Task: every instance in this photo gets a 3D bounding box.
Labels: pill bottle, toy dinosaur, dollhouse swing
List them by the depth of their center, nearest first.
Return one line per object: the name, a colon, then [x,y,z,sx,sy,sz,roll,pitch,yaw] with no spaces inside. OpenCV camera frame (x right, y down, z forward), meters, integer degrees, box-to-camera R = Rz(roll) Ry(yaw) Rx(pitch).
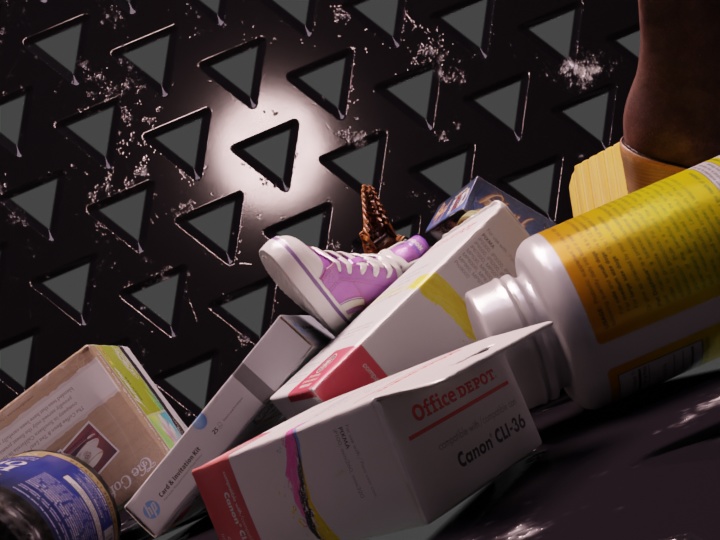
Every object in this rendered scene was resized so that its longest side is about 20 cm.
pill bottle: [-0.219,0.175,0.616,0.110,0.113,0.200,-22,-3,1]
pill bottle: [0.166,0.011,0.621,0.197,0.111,0.109,-23,-2,-1]
toy dinosaur: [0.039,0.009,1.030,0.103,0.200,0.135,-52,37,-2]
dollhouse swing: [0.252,-0.031,1.240,0.179,0.178,0.200,-21,-2,-15]

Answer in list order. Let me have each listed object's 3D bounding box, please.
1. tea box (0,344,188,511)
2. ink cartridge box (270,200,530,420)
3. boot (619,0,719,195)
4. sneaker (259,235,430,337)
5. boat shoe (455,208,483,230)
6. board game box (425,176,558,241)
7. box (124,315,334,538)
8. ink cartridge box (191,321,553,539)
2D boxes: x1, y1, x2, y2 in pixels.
tea box: [-0.275,0.181,0.972,0.199,0.134,0.197,-38,-1,-5]
ink cartridge box: [0.042,0.055,0.778,0.200,0.084,0.145,-43,3,-18]
boot: [0.269,-0.108,0.669,0.196,0.169,0.073,-2,27,3]
sneaker: [0.000,0.000,0.875,0.115,0.072,0.200,-51,-40,-4]
boat shoe: [0.141,0.004,0.891,0.063,0.201,0.073,-47,44,-10]
board game box: [0.166,-0.009,0.971,0.035,0.198,0.135,-60,5,-12]
box: [-0.101,0.127,0.894,0.201,0.041,0.156,-52,-8,4]
ink cartridge box: [0.015,0.097,0.569,0.199,0.068,0.116,-27,-5,42]
